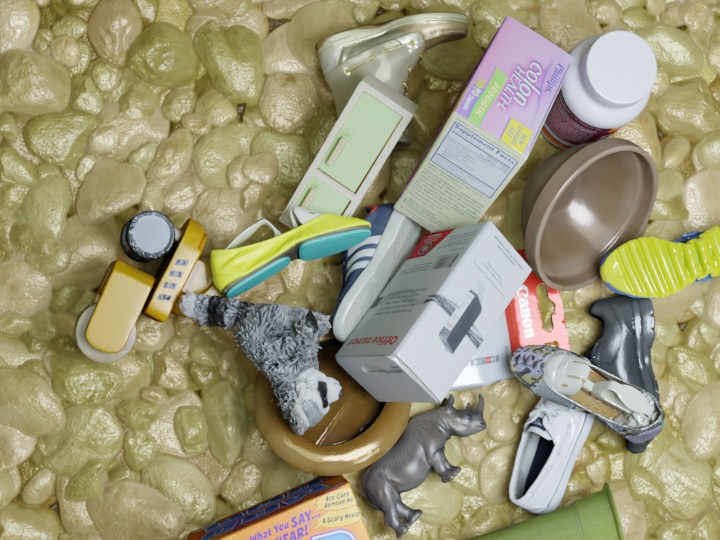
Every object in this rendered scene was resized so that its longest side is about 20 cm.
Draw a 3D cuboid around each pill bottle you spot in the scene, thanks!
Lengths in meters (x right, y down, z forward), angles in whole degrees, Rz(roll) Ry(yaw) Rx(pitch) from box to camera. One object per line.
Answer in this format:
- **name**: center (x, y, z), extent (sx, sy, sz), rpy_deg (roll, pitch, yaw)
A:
- **pill bottle**: center (0.287, -0.220, 1.377), extent (0.111, 0.200, 0.115), rpy_deg (1, 84, -5)

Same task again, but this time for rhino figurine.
- **rhino figurine**: center (0.083, 0.224, 1.381), extent (0.087, 0.060, 0.200), rpy_deg (42, 78, 10)

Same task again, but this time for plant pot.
- **plant pot**: center (0.266, -0.084, 1.394), extent (0.200, 0.202, 0.093), rpy_deg (-39, 49, -9)
- **plant pot**: center (0.221, 0.367, 1.333), extent (0.187, 0.200, 0.204), rpy_deg (-10, 85, 6)

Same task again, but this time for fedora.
- **fedora**: center (-0.035, 0.156, 1.354), extent (0.197, 0.082, 0.204), rpy_deg (4, 67, -9)

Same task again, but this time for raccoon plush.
- **raccoon plush**: center (-0.115, 0.109, 1.279), extent (0.197, 0.097, 0.136), rpy_deg (7, 80, 17)

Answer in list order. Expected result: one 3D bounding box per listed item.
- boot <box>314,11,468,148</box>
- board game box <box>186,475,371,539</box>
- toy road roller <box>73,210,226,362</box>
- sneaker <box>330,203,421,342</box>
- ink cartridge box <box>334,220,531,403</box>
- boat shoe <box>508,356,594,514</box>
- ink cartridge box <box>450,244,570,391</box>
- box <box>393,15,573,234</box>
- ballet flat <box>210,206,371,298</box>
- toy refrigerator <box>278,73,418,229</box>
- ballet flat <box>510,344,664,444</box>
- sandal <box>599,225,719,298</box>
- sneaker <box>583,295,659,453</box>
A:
- **boot**: center (0.054, -0.235, 1.419), extent (0.197, 0.073, 0.158), rpy_deg (-13, 85, -5)
- **board game box**: center (-0.074, 0.366, 1.280), extent (0.197, 0.200, 0.203), rpy_deg (-22, 87, -7)
- **toy road roller**: center (-0.241, 0.031, 1.340), extent (0.145, 0.123, 0.202), rpy_deg (28, 81, -14)
- **sneaker**: center (0.000, 0.000, 1.373), extent (0.083, 0.075, 0.201), rpy_deg (9, 54, 32)
- **ink cartridge box**: center (0.081, 0.050, 1.283), extent (0.084, 0.144, 0.201), rpy_deg (46, 66, -17)
- **boat shoe**: center (0.235, 0.198, 1.384), extent (0.065, 0.073, 0.203), rpy_deg (23, 79, -40)
- **ink cartridge box**: center (0.164, 0.059, 1.412), extent (0.196, 0.050, 0.165), rpy_deg (-9, 85, -4)
- **box**: center (0.143, -0.160, 1.328), extent (0.096, 0.200, 0.177), rpy_deg (31, 56, -2)
- **ballet flat**: center (-0.085, -0.036, 1.319), extent (0.198, 0.067, 0.068), rpy_deg (-24, 74, -11)
- **toy refrigerator**: center (-0.015, -0.129, 1.360), extent (0.075, 0.070, 0.201), rpy_deg (32, 110, -2)
- **ballet flat**: center (0.276, 0.137, 1.342), extent (0.198, 0.072, 0.073), rpy_deg (27, 82, 4)
- **sandal**: center (0.394, -0.008, 1.421), extent (0.196, 0.087, 0.081), rpy_deg (-8, 85, -8)
- **sneaker**: center (0.328, 0.129, 1.419), extent (0.089, 0.076, 0.204), rpy_deg (-3, 77, 3)
